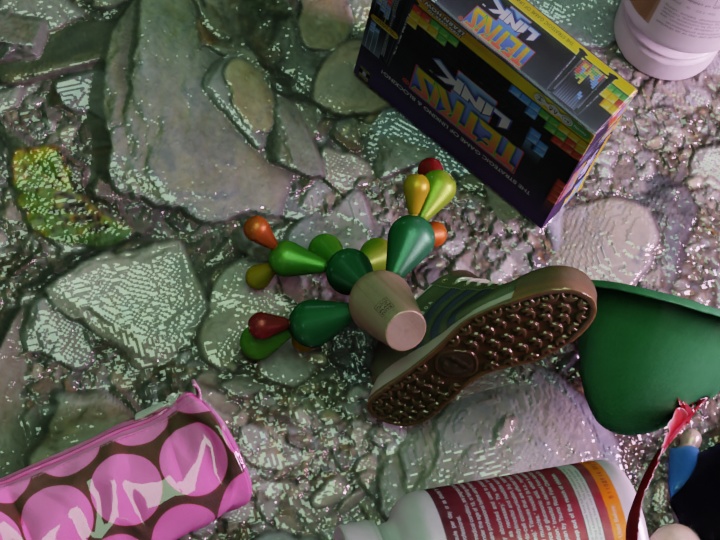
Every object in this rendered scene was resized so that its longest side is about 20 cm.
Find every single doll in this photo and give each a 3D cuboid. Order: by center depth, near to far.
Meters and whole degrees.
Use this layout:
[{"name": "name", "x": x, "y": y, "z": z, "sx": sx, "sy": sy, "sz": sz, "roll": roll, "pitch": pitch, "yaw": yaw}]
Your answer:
[{"name": "doll", "x": 0.290, "y": 0.157, "z": 1.220, "sx": 0.200, "sy": 0.049, "sz": 0.136, "roll": -33, "pitch": 53, "yaw": -16}]

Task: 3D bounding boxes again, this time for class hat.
[{"name": "hat", "x": 0.191, "y": 0.111, "z": 1.181, "sx": 0.165, "sy": 0.200, "sz": 0.177, "roll": 9, "pitch": 80, "yaw": 38}]

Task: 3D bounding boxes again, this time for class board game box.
[{"name": "board game box", "x": 0.093, "y": -0.142, "z": 1.259, "sx": 0.200, "sy": 0.165, "sz": 0.057, "roll": 40, "pitch": 67, "yaw": 10}]

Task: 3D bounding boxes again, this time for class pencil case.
[{"name": "pencil case", "x": -0.179, "y": 0.154, "z": 1.146, "sx": 0.200, "sy": 0.091, "sz": 0.094, "roll": -25, "pitch": 108, "yaw": -18}]

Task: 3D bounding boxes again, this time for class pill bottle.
[{"name": "pill bottle", "x": 0.087, "y": 0.198, "z": 1.146, "sx": 0.199, "sy": 0.113, "sz": 0.113, "roll": -8, "pitch": 69, "yaw": -11}, {"name": "pill bottle", "x": 0.263, "y": -0.233, "z": 1.300, "sx": 0.114, "sy": 0.200, "sz": 0.115, "roll": 3, "pitch": 68, "yaw": -6}]

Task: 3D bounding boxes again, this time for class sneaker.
[{"name": "sneaker", "x": 0.079, "y": 0.029, "z": 1.188, "sx": 0.067, "sy": 0.200, "sz": 0.090, "roll": 33, "pitch": 41, "yaw": -30}]

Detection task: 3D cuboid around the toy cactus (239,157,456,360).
[{"name": "toy cactus", "x": 0.000, "y": 0.000, "z": 1.201, "sx": 0.200, "sy": 0.102, "sz": 0.165, "roll": -32, "pitch": 32, "yaw": -8}]
